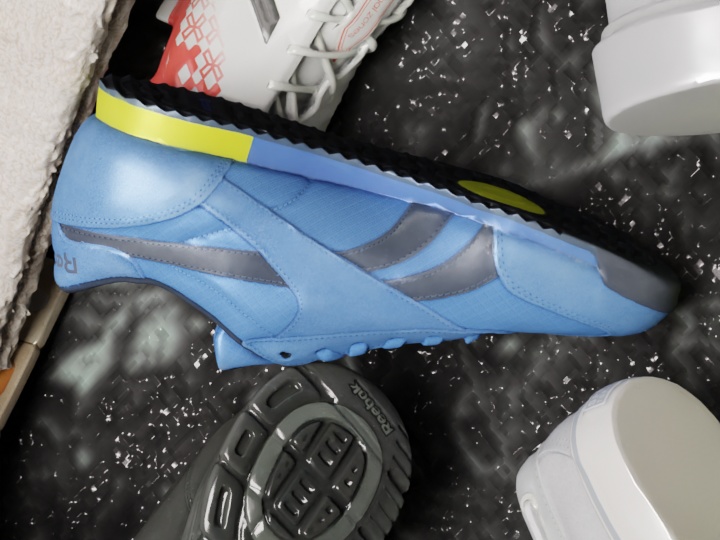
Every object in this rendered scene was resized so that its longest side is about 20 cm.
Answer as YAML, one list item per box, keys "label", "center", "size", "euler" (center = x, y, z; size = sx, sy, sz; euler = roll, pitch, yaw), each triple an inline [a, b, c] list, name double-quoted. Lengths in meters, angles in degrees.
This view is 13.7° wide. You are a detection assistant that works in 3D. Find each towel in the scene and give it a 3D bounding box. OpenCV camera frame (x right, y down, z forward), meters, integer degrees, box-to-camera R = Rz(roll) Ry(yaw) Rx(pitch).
- label: "towel"
  center: [-0.146, -0.068, 0.987]
  size: [0.132, 0.034, 0.201]
  euler: [34, 128, 16]

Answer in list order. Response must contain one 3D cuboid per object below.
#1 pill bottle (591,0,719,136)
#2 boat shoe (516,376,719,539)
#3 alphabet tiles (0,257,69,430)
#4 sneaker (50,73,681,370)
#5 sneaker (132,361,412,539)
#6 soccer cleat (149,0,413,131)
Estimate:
- label: "pill bottle"
  center: [0.110, -0.149, 0.911]
  size: [0.115, 0.116, 0.201]
  euler: [-10, 81, 23]
- label: "boat shoe"
  center: [0.109, 0.133, 0.916]
  size: [0.068, 0.072, 0.201]
  euler: [-38, 80, 44]
- label: "alphabet tiles"
  center: [-0.209, 0.066, 1.046]
  size: [0.166, 0.008, 0.201]
  euler: [12, 64, 24]
- label: "sneaker"
  center: [0.000, 0.000, 0.949]
  size: [0.199, 0.066, 0.079]
  euler: [15, 99, -5]
- label: "sneaker"
  center: [-0.059, 0.121, 0.956]
  size: [0.076, 0.091, 0.200]
  euler: [42, 73, -7]
- label: "soccer cleat"
  center: [-0.018, -0.088, 0.990]
  size: [0.085, 0.069, 0.201]
  euler: [10, 85, 29]
